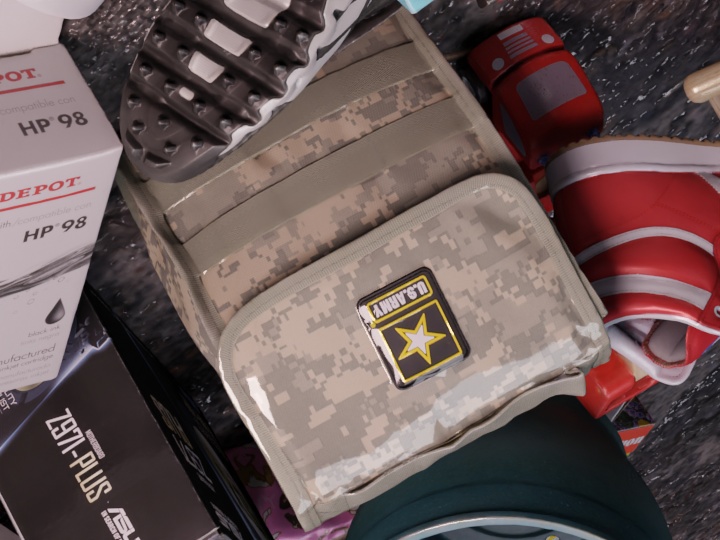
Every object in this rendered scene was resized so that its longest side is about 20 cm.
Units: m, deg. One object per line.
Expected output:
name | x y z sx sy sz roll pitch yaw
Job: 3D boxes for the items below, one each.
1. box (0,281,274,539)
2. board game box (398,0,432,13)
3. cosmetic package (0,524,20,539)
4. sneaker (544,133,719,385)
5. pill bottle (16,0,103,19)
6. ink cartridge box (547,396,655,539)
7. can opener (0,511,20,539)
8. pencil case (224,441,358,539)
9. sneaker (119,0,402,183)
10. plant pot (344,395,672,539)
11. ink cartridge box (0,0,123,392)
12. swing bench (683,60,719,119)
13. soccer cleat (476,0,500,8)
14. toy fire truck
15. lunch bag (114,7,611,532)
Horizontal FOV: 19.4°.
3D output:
box | -0.112 0.118 1.068 0.086 0.164 0.200 -32 152 -1
board game box | 0.060 -0.190 0.756 0.200 0.151 0.047 -35 127 -6
cosmetic package | -0.188 0.193 1.116 0.200 0.051 0.083 39 113 -24
sneaker | 0.191 -0.005 1.008 0.200 0.113 0.071 -1 155 -12
pill bottle | -0.062 -0.183 0.699 0.200 0.112 0.112 -45 150 22
ink cartridge box | 0.122 0.078 1.307 0.050 0.109 0.200 -7 142 -40
can opener | -0.232 0.192 1.175 0.200 0.079 0.063 -34 162 21
pencil case | 0.000 0.115 1.263 0.200 0.087 0.083 -27 134 -11
sneaker | -0.021 -0.113 0.868 0.200 0.066 0.090 -55 161 -2
plant pot | 0.079 0.159 1.139 0.200 0.188 0.200 2 120 3
ink cartridge box | -0.174 -0.024 0.881 0.116 0.067 0.200 -15 147 -30
swing bench | 0.279 -0.119 1.055 0.200 0.130 0.199 -8 158 21
soccer cleat | 0.089 -0.179 0.888 0.085 0.069 0.200 -38 172 -19
toy fire truck | 0.110 -0.024 1.097 0.049 0.141 0.200 -29 152 -12
lunch bag | 0.000 0.000 0.960 0.164 0.200 0.118 -29 152 -7
